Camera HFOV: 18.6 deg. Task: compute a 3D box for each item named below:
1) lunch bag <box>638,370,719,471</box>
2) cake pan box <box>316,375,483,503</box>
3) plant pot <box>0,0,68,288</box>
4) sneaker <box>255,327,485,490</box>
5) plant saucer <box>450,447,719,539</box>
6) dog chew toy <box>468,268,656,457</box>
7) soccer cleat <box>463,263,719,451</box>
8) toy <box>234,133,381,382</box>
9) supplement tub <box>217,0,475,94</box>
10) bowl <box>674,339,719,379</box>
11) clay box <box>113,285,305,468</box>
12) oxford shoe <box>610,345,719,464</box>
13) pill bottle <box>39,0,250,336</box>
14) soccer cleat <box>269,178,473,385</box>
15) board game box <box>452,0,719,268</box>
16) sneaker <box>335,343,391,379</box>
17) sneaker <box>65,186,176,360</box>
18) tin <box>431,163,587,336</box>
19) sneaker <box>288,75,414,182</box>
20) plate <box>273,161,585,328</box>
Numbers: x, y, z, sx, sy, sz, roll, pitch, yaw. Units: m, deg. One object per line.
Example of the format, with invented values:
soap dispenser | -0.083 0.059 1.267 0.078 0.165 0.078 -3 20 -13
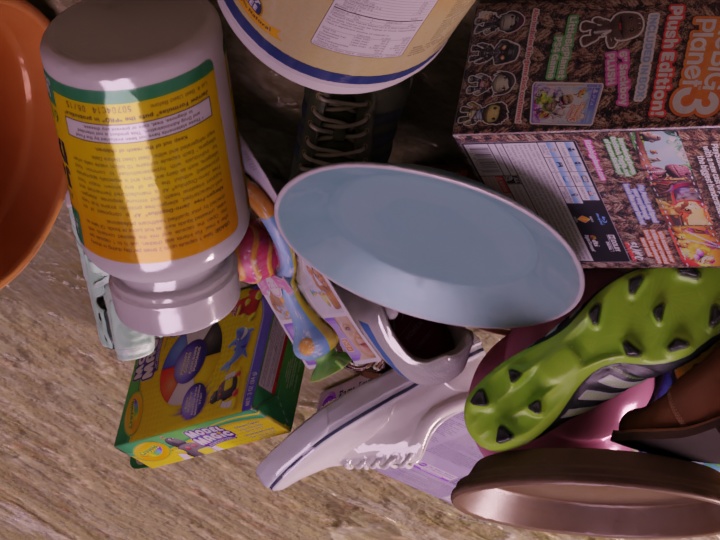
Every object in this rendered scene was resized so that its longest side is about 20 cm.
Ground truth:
lunch bag | 0.291 0.058 1.515 0.168 0.128 0.201 11 136 0
cake pan box | 0.089 0.136 1.814 0.199 0.053 0.184 26 152 -25
plant pot | -0.296 -0.089 1.403 0.139 0.201 0.200 15 158 30
sneaker | 0.015 0.121 1.662 0.199 0.071 0.073 -32 172 5
plant saucer | 0.159 0.148 1.449 0.198 0.030 0.200 5 165 1
dog chew toy | 0.149 0.070 1.519 0.123 0.125 0.201 14 143 -6
soccer cleat | 0.155 0.051 1.397 0.199 0.068 0.081 -31 171 12
toy | -0.074 -0.009 1.471 0.201 0.047 0.115 55 156 -12
supplement tub | 0.012 -0.194 1.108 0.143 0.146 0.200 17 152 -11
bowl | 0.301 0.059 1.398 0.198 0.202 0.108 12 -163 0
clay box | -0.124 0.085 1.729 0.047 0.116 0.199 32 146 -34
oxford shoe | 0.224 0.080 1.360 0.071 0.072 0.200 14 162 -25
pill bottle | -0.129 -0.065 1.367 0.112 0.113 0.201 3 125 16
soccer cleat | 0.000 0.000 1.517 0.200 0.070 0.086 39 161 -2
board game box | 0.176 -0.081 1.310 0.198 0.098 0.160 0 151 22
sneaker | -0.004 0.048 1.653 0.070 0.076 0.200 6 152 11
sneaker | -0.157 -0.002 1.521 0.073 0.119 0.200 -11 172 -5
tin | 0.091 -0.013 1.543 0.111 0.042 0.200 -7 149 24
sneaker | -0.009 -0.079 1.394 0.066 0.091 0.201 12 153 1
plate | 0.044 -0.021 1.352 0.198 0.026 0.201 13 154 7
